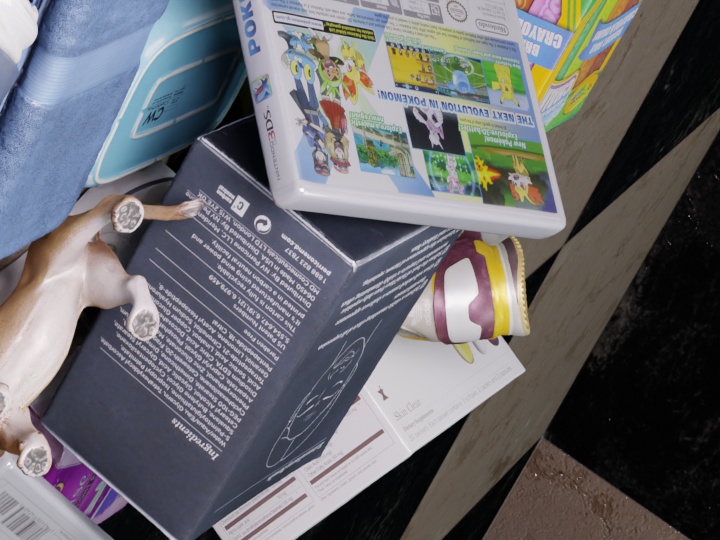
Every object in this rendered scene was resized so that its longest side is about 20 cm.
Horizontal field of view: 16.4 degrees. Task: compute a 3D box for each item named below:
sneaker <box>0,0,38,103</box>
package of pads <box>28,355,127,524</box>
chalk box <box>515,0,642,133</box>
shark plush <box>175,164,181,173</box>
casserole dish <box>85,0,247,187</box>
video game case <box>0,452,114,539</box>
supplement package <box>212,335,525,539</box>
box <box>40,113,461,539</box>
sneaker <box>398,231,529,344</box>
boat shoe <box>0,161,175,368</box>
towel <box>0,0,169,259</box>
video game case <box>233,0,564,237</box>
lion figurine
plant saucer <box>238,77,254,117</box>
[{"bbox_3d":[-0.178,-0.057,1.004,0.146,0.081,0.200,-44,158,-31],"label":"sneaker"},{"bbox_3d":[-0.175,0.101,1.448,0.121,0.076,0.200,-60,167,20],"label":"package of pads"},{"bbox_3d":[0.087,-0.157,1.524,0.125,0.124,0.200,-34,155,-58],"label":"chalk box"},{"bbox_3d":[-0.079,0.020,1.448,0.091,0.083,0.200,103,-4,-46],"label":"shark plush"},{"bbox_3d":[-0.103,-0.102,1.285,0.121,0.039,0.200,-62,166,25],"label":"casserole dish"},{"bbox_3d":[-0.224,0.186,1.350,0.182,0.022,0.200,-36,149,-1],"label":"video game case"},{"bbox_3d":[-0.011,0.086,1.645,0.156,0.111,0.200,-38,176,28],"label":"supplement package"},{"bbox_3d":[-0.051,0.019,1.298,0.148,0.107,0.200,-29,155,-58],"label":"box"},{"bbox_3d":[0.048,0.002,1.571,0.200,0.090,0.075,-139,-135,-81],"label":"sneaker"},{"bbox_3d":[-0.149,0.012,1.336,0.200,0.066,0.072,-43,163,-45],"label":"boat shoe"},{"bbox_3d":[-0.136,-0.100,1.135,0.200,0.049,0.112,-62,167,25],"label":"towel"},{"bbox_3d":[0.015,-0.111,1.236,0.022,0.183,0.200,-24,160,38],"label":"video game case"},{"bbox_3d":[-0.164,0.031,1.223,0.200,0.072,0.122,-47,-155,-13],"label":"lion figurine"},{"bbox_3d":[-0.015,-0.162,1.482,0.200,0.031,0.200,-52,168,-16],"label":"plant saucer"}]
